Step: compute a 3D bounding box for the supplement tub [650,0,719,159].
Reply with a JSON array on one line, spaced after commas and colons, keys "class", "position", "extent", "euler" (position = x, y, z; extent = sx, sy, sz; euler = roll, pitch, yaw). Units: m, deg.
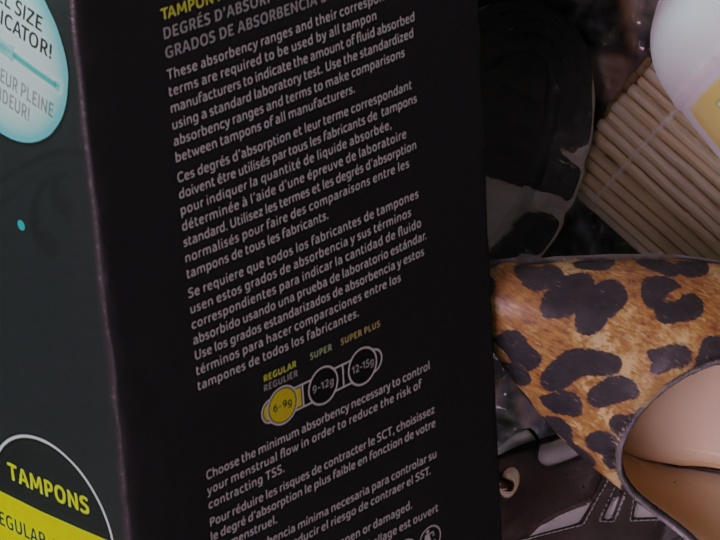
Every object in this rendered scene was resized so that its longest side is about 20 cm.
[{"class": "supplement tub", "position": [0.166, -0.052, 0.684], "extent": [0.145, 0.145, 0.200], "euler": [-41, 84, 31]}]

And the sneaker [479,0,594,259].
[{"class": "sneaker", "position": [0.000, 0.000, 0.830], "extent": [0.074, 0.085, 0.200], "euler": [32, 98, -10]}]

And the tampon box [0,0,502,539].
[{"class": "tampon box", "position": [-0.061, -0.011, 0.683], "extent": [0.149, 0.126, 0.201], "euler": [20, 123, 43]}]

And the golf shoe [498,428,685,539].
[{"class": "golf shoe", "position": [0.057, 0.104, 0.780], "extent": [0.094, 0.200, 0.078], "euler": [30, 150, 25]}]

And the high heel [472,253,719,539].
[{"class": "high heel", "position": [0.113, 0.073, 0.681], "extent": [0.199, 0.143, 0.071], "euler": [27, 122, -19]}]

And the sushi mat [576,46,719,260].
[{"class": "sushi mat", "position": [0.156, 0.003, 0.784], "extent": [0.200, 0.012, 0.096], "euler": [43, 121, 9]}]
